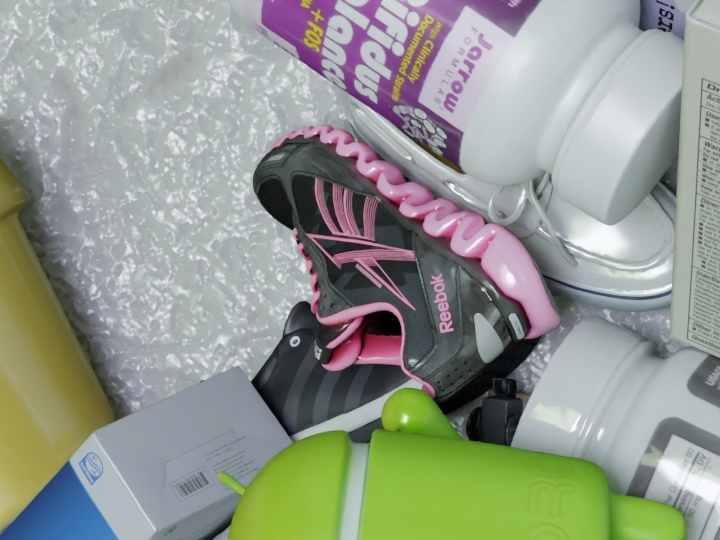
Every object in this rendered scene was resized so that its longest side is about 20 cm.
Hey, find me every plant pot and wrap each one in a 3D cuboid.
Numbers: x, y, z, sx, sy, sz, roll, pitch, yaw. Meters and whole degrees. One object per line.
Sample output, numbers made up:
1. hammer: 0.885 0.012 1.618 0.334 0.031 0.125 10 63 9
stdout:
1. plant pot: -0.231 0.047 1.122 0.201 0.201 0.189 -36 93 21

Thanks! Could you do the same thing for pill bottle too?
1. pill bottle: 0.173 0.103 0.987 0.200 0.114 0.114 26 103 20
2. pill bottle: 0.049 -0.107 0.942 0.200 0.112 0.112 35 105 17

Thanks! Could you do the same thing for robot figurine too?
1. robot figurine: 0.034 0.129 0.919 0.200 0.176 0.116 7 140 0

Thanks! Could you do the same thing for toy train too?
1. toy train: 0.073 0.151 1.069 0.034 0.046 0.200 7 98 41

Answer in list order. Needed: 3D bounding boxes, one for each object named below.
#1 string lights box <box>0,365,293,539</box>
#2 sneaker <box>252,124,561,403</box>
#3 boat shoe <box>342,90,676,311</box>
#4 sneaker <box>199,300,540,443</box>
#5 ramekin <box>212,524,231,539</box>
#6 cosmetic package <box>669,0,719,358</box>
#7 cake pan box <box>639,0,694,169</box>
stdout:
1. string lights box: -0.126 0.136 1.086 0.059 0.103 0.200 55 132 11
2. sneaker: 0.000 0.000 1.036 0.095 0.079 0.200 -46 43 -12
3. boat shoe: 0.074 -0.054 1.027 0.202 0.086 0.075 35 82 20
4. sneaker: -0.007 0.048 1.083 0.200 0.072 0.083 -29 81 22
5. ramekin: -0.009 0.197 1.051 0.202 0.094 0.203 5 97 41
6. cosmetic package: 0.191 -0.039 0.910 0.105 0.071 0.200 24 146 22
7. cake pan box: 0.205 -0.096 0.939 0.184 0.052 0.200 27 147 20
